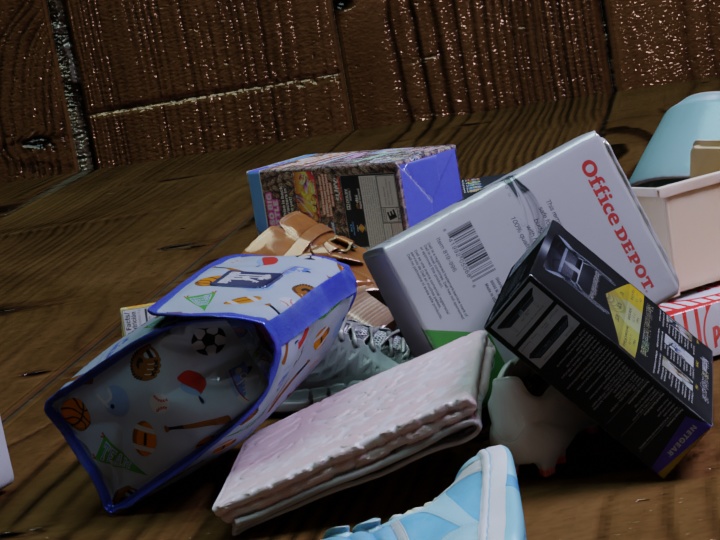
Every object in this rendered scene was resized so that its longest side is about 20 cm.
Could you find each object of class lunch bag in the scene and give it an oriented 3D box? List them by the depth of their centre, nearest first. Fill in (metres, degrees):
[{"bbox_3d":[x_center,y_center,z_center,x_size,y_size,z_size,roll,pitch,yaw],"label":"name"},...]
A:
[{"bbox_3d":[-0.107,0.066,1.450,0.200,0.124,0.170,-33,2,27],"label":"lunch bag"}]

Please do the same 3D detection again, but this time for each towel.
[{"bbox_3d":[0.000,0.113,1.388,0.200,0.032,0.191,-24,9,10],"label":"towel"}]

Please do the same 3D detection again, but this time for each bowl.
[{"bbox_3d":[0.367,-0.110,1.938,0.200,0.105,0.201,9,-11,2],"label":"bowl"}]

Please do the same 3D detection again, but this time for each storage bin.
[{"bbox_3d":[0.276,-0.050,1.697,0.200,0.094,0.198,-16,12,-30],"label":"storage bin"}]

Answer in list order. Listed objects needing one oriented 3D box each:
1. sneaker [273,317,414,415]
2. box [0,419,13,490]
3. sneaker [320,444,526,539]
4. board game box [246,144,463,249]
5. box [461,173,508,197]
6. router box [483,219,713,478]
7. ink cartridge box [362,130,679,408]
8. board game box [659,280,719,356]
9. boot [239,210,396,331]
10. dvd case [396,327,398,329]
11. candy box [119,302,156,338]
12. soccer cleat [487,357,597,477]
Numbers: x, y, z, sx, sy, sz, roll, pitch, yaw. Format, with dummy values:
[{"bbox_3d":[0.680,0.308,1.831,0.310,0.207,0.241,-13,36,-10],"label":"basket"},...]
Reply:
[{"bbox_3d":[-0.003,0.052,1.609,0.199,0.116,0.075,-8,11,13],"label":"sneaker"},{"bbox_3d":[-0.410,0.116,1.486,0.199,0.172,0.200,-4,11,28],"label":"box"},{"bbox_3d":[0.030,0.156,1.123,0.130,0.080,0.200,-8,10,4],"label":"sneaker"},{"bbox_3d":[0.001,-0.035,1.952,0.200,0.160,0.097,0,13,40],"label":"board game box"},{"bbox_3d":[0.197,-0.083,2.340,0.161,0.049,0.200,-6,10,3],"label":"box"},{"bbox_3d":[0.171,0.049,1.373,0.052,0.157,0.200,-50,-1,16],"label":"router box"},{"bbox_3d":[0.125,0.002,1.529,0.200,0.147,0.083,-28,3,-12],"label":"ink cartridge box"},{"bbox_3d":[0.263,0.033,1.657,0.151,0.046,0.200,-14,11,-23],"label":"board game box"},{"bbox_3d":[0.000,0.000,1.750,0.155,0.077,0.200,35,45,23],"label":"boot"},{"bbox_3d":[0.005,0.076,1.748,0.199,0.016,0.149,-9,11,3],"label":"dvd case"},{"bbox_3d":[-0.113,0.047,1.840,0.199,0.055,0.115,-10,-4,10],"label":"candy box"},{"bbox_3d":[0.139,0.085,1.403,0.069,0.078,0.200,-6,11,21],"label":"soccer cleat"}]
